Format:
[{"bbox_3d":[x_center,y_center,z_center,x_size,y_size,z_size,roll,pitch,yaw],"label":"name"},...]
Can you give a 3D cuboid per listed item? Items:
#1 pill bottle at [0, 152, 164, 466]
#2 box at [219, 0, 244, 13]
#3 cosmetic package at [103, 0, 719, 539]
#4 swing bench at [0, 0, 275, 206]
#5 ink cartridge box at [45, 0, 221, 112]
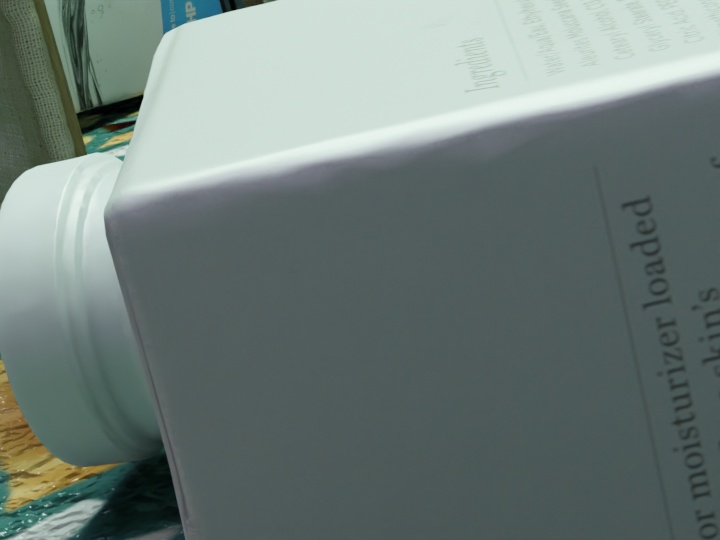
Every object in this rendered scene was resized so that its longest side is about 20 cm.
[{"bbox_3d":[0.000,0.000,0.683,0.199,0.117,0.116,-9,18,17],"label":"pill bottle"},{"bbox_3d":[0.020,-0.177,1.156,0.199,0.159,0.051,-15,17,-6],"label":"box"},{"bbox_3d":[0.065,0.019,0.487,0.199,0.166,0.165,-12,17,3],"label":"cosmetic package"},{"bbox_3d":[-0.053,-0.070,0.804,0.199,0.200,0.130,-10,18,15],"label":"swing bench"},{"bbox_3d":[-0.196,-0.137,1.266,0.199,0.086,0.146,-20,27,-40],"label":"ink cartridge box"}]
